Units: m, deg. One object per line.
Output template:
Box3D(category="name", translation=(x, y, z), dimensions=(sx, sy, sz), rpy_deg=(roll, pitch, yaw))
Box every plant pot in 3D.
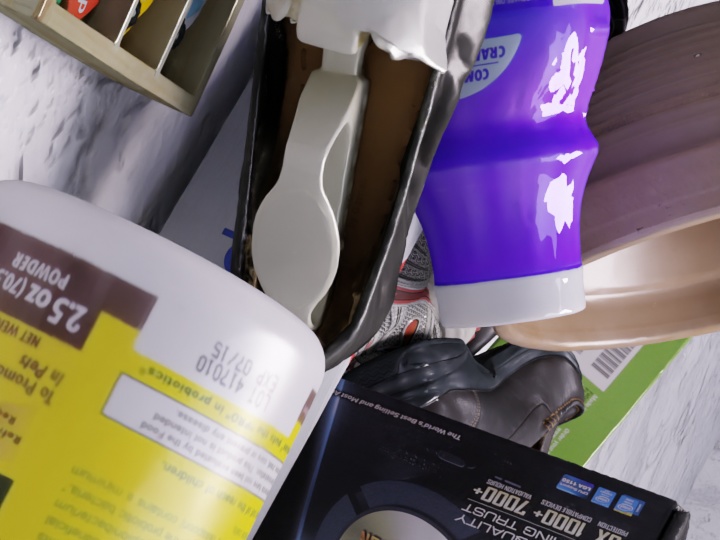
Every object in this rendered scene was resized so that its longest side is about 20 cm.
Box3D(category="plant pot", translation=(0.138, -0.042, 0.796), dimensions=(0.201, 0.200, 0.093), rpy_deg=(55, 22, -73))

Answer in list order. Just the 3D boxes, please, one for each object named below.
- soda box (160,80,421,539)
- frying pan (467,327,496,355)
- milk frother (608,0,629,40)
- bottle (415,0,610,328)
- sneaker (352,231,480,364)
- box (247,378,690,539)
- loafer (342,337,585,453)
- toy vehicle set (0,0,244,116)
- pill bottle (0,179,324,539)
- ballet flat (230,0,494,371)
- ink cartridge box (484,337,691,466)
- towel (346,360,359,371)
Box3D(category="soda box", translation=(-0.023, -0.012, 0.720), dimensions=(0.200, 0.063, 0.068), rpy_deg=(-61, 165, -19))
Box3D(category="frying pan", translation=(0.055, 0.018, 1.072), dimensions=(0.115, 0.031, 0.190), rpy_deg=(-44, -179, 4))
Box3D(category="milk frother", translation=(0.095, -0.189, 0.795), dimensions=(0.181, 0.200, 0.188), rpy_deg=(50, 48, -40))
Box3D(category="bottle", translation=(0.035, -0.084, 0.656), dimensions=(0.065, 0.083, 0.201), rpy_deg=(-14, 98, -65))
Box3D(category="sneaker", translation=(0.000, 0.000, 0.866), dimensions=(0.082, 0.078, 0.200), rpy_deg=(-34, 162, -11))
Box3D(category="box", translation=(-0.006, 0.129, 0.747), dimensions=(0.164, 0.200, 0.086), rpy_deg=(-49, 151, -46))
Box3D(category="loafer", translation=(0.051, 0.073, 0.917), dimensions=(0.073, 0.072, 0.200), rpy_deg=(-28, 167, 27))
Box3D(category="toy vehicle set", translation=(-0.035, -0.149, 0.568), dimensions=(0.200, 0.026, 0.124), rpy_deg=(-66, 165, 0))
Box3D(category="pill bottle", translation=(-0.097, 0.085, 0.552), dimensions=(0.200, 0.109, 0.109), rpy_deg=(-64, 165, -8))
Box3D(category="ballet flat", translation=(-0.001, -0.056, 0.597), dimensions=(0.068, 0.068, 0.201), rpy_deg=(-62, 161, -66))
Box3D(category="ink cartridge box", translation=(0.077, 0.094, 1.109), dimensions=(0.148, 0.076, 0.200), rpy_deg=(-46, 171, -26))
Box3D(category="towel", translation=(0.077, -0.026, 0.977), dimensions=(0.144, 0.023, 0.200), rpy_deg=(-47, -176, -38))
